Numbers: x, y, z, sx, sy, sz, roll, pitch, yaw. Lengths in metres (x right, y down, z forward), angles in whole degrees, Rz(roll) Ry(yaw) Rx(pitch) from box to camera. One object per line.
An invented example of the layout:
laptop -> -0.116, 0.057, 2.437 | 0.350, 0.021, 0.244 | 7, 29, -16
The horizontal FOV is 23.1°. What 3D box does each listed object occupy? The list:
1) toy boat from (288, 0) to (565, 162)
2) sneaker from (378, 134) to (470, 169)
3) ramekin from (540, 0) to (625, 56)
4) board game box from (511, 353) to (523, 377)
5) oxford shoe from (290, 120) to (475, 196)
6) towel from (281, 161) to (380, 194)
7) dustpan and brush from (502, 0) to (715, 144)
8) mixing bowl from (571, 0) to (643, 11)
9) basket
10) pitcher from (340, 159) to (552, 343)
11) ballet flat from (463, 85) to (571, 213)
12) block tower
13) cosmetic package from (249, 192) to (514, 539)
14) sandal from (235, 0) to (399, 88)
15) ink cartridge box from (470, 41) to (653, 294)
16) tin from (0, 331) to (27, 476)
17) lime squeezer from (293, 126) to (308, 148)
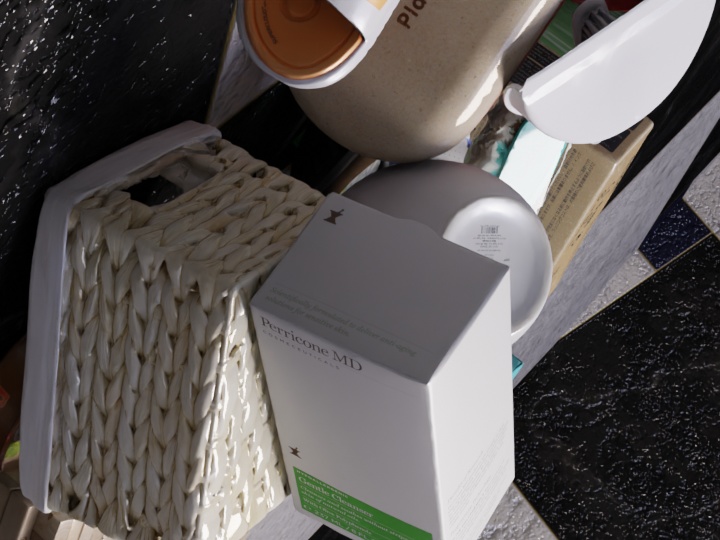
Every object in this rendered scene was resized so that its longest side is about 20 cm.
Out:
toy boat -> 0.043, -0.159, 0.993 | 0.200, 0.130, 0.131 | -55, 178, 18
sneaker -> 0.065, -0.046, 1.238 | 0.081, 0.115, 0.200 | 127, -27, -68
ramekin -> 0.180, -0.152, 1.558 | 0.200, 0.098, 0.200 | -48, 167, -14
board game box -> 0.009, 0.076, 1.257 | 0.200, 0.151, 0.047 | -38, 162, -54
oxford shoe -> 0.038, -0.104, 1.108 | 0.200, 0.084, 0.073 | -42, -147, 17
towel -> -0.064, -0.004, 1.228 | 0.171, 0.048, 0.200 | -46, 167, -38
dustpan and brush -> 0.144, -0.111, 1.034 | 0.139, 0.057, 0.200 | -34, 152, -5
mixing bowl -> 0.146, -0.231, 1.040 | 0.108, 0.200, 0.200 | -31, 161, -19
basket -> -0.093, 0.043, 0.952 | 0.135, 0.123, 0.201 | -35, 143, -52
pitcher -> 0.000, 0.000, 1.027 | 0.171, 0.122, 0.200 | -9, -175, -32
ballet flat -> 0.076, -0.031, 1.151 | 0.201, 0.072, 0.072 | -62, 166, 14
block tower -> -0.140, 0.150, 1.068 | 0.200, 0.054, 0.058 | -2, 120, -52
cosmetic package -> 0.017, 0.065, 0.922 | 0.085, 0.107, 0.200 | -54, 153, -28
sandal -> 0.003, -0.191, 0.877 | 0.207, 0.079, 0.059 | -58, 168, -8
ink cartridge box -> 0.106, -0.077, 1.346 | 0.075, 0.165, 0.200 | -43, 166, -42
tin -> -0.161, 0.057, 1.067 | 0.200, 0.042, 0.112 | -31, 153, -58
lime squeezer -> 0.023, -0.162, 1.137 | 0.070, 0.038, 0.200 | 4, 131, -36
